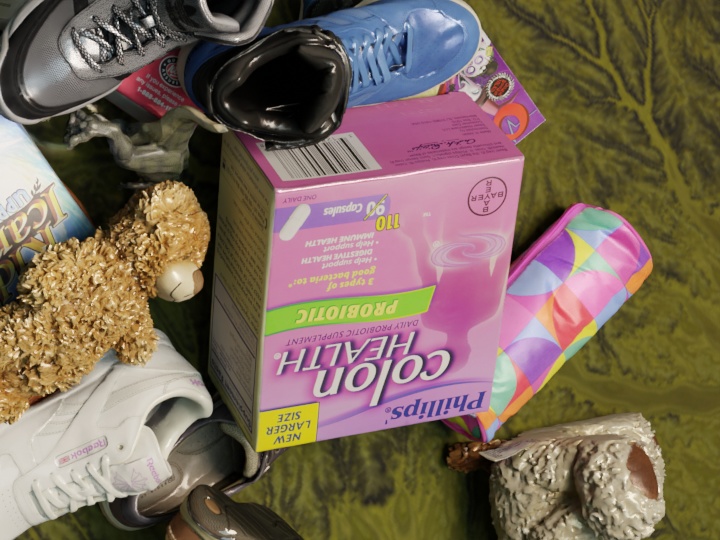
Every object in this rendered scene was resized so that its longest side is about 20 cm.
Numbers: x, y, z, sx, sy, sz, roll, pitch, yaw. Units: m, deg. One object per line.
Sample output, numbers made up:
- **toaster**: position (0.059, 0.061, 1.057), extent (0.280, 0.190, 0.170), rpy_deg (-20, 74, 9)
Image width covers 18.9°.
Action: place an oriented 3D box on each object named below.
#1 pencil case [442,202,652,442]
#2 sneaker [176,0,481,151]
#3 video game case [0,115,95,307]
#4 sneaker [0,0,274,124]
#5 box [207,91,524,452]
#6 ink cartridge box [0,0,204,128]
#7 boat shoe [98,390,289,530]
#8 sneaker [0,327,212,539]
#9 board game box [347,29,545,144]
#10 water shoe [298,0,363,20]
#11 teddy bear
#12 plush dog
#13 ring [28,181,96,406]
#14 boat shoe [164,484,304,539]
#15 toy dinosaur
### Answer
- **pencil case**: position (0.123, 0.036, 1.577), extent (0.200, 0.088, 0.089), rpy_deg (-44, 115, -16)
- **sneaker**: position (-0.008, -0.124, 1.344), extent (0.198, 0.111, 0.077), rpy_deg (-7, 111, -14)
- **video game case**: position (-0.289, -0.029, 1.355), extent (0.200, 0.045, 0.182), rpy_deg (-41, 115, -16)
- **sneaker**: position (-0.130, -0.153, 1.302), extent (0.199, 0.114, 0.076), rpy_deg (-36, 113, -16)
- **box**: position (0.000, 0.000, 1.424), extent (0.174, 0.097, 0.202), rpy_deg (-8, 124, -22)
- **ink cartridge box**: position (-0.130, -0.212, 1.403), extent (0.145, 0.083, 0.201), rpy_deg (33, 84, -27)
- **boat shoe**: position (-0.087, 0.118, 1.492), extent (0.199, 0.065, 0.072), rpy_deg (-30, 109, -20)
- **sneaker**: position (-0.185, 0.121, 1.420), extent (0.200, 0.099, 0.075), rpy_deg (-41, 141, -14)
- **board game box**: position (0.018, -0.081, 1.460), extent (0.200, 0.032, 0.120), rpy_deg (-40, 134, 3)
- **water shoe**: position (-0.004, -0.189, 1.474), extent (0.071, 0.079, 0.202), rpy_deg (0, 99, -28)
- **teddy bear**: position (-0.173, 0.028, 1.359), extent (0.199, 0.067, 0.146), rpy_deg (-27, 140, -19)
- **plush dog**: position (0.150, 0.204, 1.589), extent (0.159, 0.200, 0.174), rpy_deg (-7, 93, 8)
- **ring**: position (-0.257, 0.019, 1.415), extent (0.199, 0.019, 0.203), rpy_deg (-5, 102, -26)
- **boat shoe**: position (-0.081, 0.204, 1.481), extent (0.074, 0.076, 0.200), rpy_deg (-50, 146, 3)
- **toy dinosaur**: position (-0.143, -0.081, 1.376), extent (0.087, 0.200, 0.048), rpy_deg (15, 74, -11)
